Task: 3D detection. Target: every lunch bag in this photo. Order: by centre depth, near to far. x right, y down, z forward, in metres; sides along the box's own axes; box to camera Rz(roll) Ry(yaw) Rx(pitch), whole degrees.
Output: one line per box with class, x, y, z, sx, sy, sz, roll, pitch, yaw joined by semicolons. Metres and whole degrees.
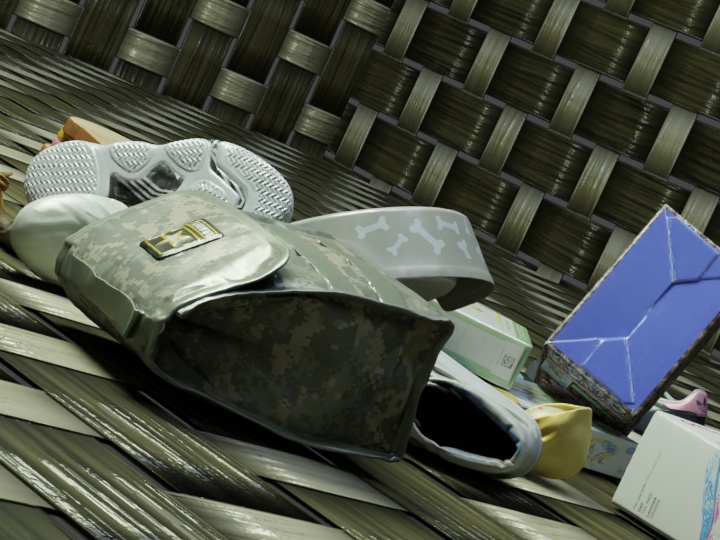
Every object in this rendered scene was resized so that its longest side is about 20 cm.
lunch bag;-0.074;0.025;1.336;0.200;0.118;0.164;15;11;-32

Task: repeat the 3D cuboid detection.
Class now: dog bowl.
dog bowl;0.000;0.000;1.655;0.199;0.059;0.200;-7;-10;-1

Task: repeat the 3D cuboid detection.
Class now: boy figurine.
boy figurine;0.078;0.096;1.622;0.199;0.065;0.124;22;2;6

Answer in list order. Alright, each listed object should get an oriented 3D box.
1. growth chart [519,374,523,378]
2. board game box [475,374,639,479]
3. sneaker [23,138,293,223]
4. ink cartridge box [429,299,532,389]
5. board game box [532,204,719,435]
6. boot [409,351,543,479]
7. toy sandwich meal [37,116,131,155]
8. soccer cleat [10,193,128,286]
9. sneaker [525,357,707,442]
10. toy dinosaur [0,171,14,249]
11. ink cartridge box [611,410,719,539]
growth chart;0.102;0.077;2.180;0.144;0.018;0.200;25;6;-4
board game box;0.121;0.113;1.806;0.200;0.034;0.134;20;7;-42
sneaker;-0.138;-0.041;1.596;0.199;0.075;0.115;5;-24;13
ink cartridge box;0.044;0.032;1.821;0.200;0.048;0.146;27;5;0
board game box;0.239;0.055;1.881;0.097;0.160;0.200;40;-9;10
boot;0.035;0.079;1.512;0.200;0.074;0.096;27;-1;11
toy sandwich meal;-0.189;-0.066;1.947;0.205;0.070;0.205;25;5;-2
soccer cleat;-0.149;0.001;1.498;0.200;0.069;0.078;25;7;-40
sneaker;0.254;0.117;2.129;0.200;0.082;0.070;28;6;32
toy dinosaur;-0.287;-0.061;1.600;0.106;0.060;0.200;56;-4;-30
ink cartridge box;0.311;0.191;1.631;0.145;0.084;0.200;21;6;-40
